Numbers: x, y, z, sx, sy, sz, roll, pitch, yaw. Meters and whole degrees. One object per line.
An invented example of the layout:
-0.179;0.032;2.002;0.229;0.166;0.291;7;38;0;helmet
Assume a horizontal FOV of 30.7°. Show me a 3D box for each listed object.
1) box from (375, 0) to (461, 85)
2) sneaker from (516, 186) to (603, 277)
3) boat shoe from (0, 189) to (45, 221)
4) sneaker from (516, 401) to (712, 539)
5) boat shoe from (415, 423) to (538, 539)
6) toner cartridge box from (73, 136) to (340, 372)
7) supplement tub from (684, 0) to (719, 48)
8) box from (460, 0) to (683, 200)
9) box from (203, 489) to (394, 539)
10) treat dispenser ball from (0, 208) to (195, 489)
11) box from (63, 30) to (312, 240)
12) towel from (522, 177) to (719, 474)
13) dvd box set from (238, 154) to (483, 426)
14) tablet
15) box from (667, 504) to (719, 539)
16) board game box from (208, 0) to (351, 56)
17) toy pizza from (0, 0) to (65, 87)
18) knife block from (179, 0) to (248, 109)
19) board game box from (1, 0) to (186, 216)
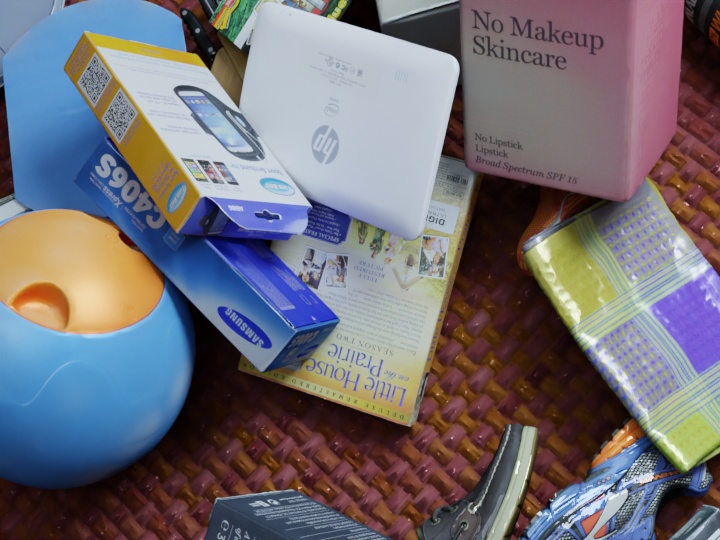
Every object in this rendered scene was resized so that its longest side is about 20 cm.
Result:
0.060;-0.265;1.062;0.108;0.128;0.202;-12;68;7;box
0.172;-0.078;1.015;0.077;0.073;0.201;22;68;33;sneaker
-0.336;-0.024;1.079;0.199;0.071;0.064;-30;69;1;boat shoe
0.167;0.181;0.911;0.200;0.075;0.078;-45;72;-6;sneaker
0.068;0.195;0.922;0.064;0.073;0.202;21;75;12;boat shoe
-0.110;-0.014;0.957;0.200;0.095;0.043;44;106;12;toner cartridge box
0.323;-0.208;0.996;0.122;0.123;0.200;-38;67;-5;supplement tub
0.144;-0.168;0.890;0.127;0.202;0.109;14;39;27;box
-0.015;0.254;0.859;0.198;0.107;0.150;20;95;28;box
-0.220;0.056;0.957;0.198;0.201;0.203;-3;69;9;treat dispenser ball
-0.121;-0.089;0.956;0.042;0.118;0.201;-49;61;26;box
0.215;0.034;0.937;0.143;0.023;0.201;-23;73;-31;towel
0.000;0.000;0.993;0.145;0.029;0.202;15;93;16;dvd box set
-0.018;-0.112;0.951;0.199;0.014;0.132;25;109;39;tablet
0.213;0.281;0.859;0.200;0.046;0.159;-42;84;-6;box
-0.032;-0.250;1.015;0.105;0.023;0.201;41;103;37;board game box
-0.356;-0.238;1.182;0.197;0.032;0.203;-3;71;9;toy pizza
-0.059;-0.182;1.088;0.198;0.064;0.177;14;74;15;knife block
-0.209;-0.128;1.079;0.156;0.039;0.202;-14;68;4;board game box
